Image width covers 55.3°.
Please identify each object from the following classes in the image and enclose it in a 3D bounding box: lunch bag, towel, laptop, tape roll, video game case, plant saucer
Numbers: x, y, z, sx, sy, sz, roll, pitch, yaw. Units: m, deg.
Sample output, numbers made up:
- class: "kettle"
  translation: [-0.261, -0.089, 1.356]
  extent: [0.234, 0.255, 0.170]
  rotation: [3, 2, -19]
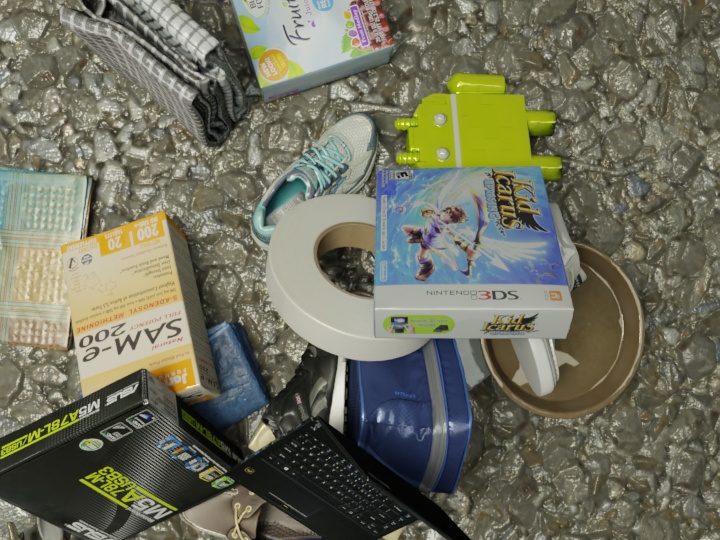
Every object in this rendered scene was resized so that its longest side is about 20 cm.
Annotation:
- class: "lunch bag"
  translation: [0.049, 0.132, 0.737]
  extent: [0.129, 0.202, 0.138]
  rotation: [4, 130, -8]
- class: "towel"
  translation: [-0.210, -0.221, 0.729]
  extent: [0.165, 0.200, 0.086]
  rotation: [40, 87, 0]
- class: "laptop"
  translation: [-0.004, 0.223, 0.615]
  extent: [0.199, 0.104, 0.177]
  rotation: [-35, 118, 27]
- class: "towel"
  translation: [-0.209, 0.147, 0.787]
  extent: [0.197, 0.049, 0.114]
  rotation: [-26, 90, -5]
- class: "towel"
  translation: [-0.393, -0.016, 0.798]
  extent: [0.143, 0.022, 0.205]
  rotation: [7, 89, -2]
- class: "tape roll"
  translation: [0.000, 0.000, 0.714]
  extent: [0.198, 0.037, 0.206]
  rotation: [9, 47, -9]
- class: "video game case"
  translation: [0.103, -0.025, 0.681]
  extent: [0.177, 0.046, 0.203]
  rotation: [0, 47, 2]
- class: "plant saucer"
  translation: [0.231, 0.067, 0.797]
  extent: [0.195, 0.029, 0.205]
  rotation: [0, 87, -4]

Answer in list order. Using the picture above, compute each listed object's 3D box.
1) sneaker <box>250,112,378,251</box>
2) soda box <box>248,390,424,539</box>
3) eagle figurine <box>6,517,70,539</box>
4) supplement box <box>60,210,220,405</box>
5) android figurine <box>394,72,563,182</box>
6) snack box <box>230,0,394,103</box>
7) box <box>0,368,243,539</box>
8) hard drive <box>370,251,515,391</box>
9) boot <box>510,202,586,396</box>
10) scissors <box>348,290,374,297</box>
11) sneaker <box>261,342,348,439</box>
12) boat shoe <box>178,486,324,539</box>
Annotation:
- class: "sneaker"
  translation: [-0.048, -0.103, 0.789]
  extent: [0.077, 0.086, 0.201]
  rotation: [40, 85, 2]
- class: "soda box"
  translation: [-0.028, 0.222, 0.788]
  extent: [0.198, 0.064, 0.068]
  rotation: [34, 86, -2]
- class: "eagle figurine"
  translation: [-0.309, 0.359, 0.728]
  extent: [0.196, 0.152, 0.154]
  rotation: [21, 123, 14]
- class: "supplement box"
  translation: [-0.239, 0.054, 0.745]
  extent: [0.123, 0.074, 0.204]
  rotation: [-18, 70, -1]
- class: "android figurine"
  translation: [0.137, -0.150, 0.811]
  extent: [0.195, 0.041, 0.186]
  rotation: [2, 69, -4]
- class: "snack box"
  translation: [-0.069, -0.324, 0.809]
  extent: [0.165, 0.068, 0.204]
  rotation: [-17, 88, -5]
- class: "box"
  translation: [-0.245, 0.201, 0.705]
  extent: [0.190, 0.201, 0.048]
  rotation: [-27, 47, 4]
- class: "hard drive"
  translation: [0.122, 0.019, 0.823]
  extent: [0.138, 0.033, 0.202]
  rotation: [-36, 90, -4]
- class: "boot"
  translation: [0.203, 0.025, 0.743]
  extent: [0.093, 0.074, 0.205]
  rotation: [-13, 82, -4]
- class: "scissors"
  translation: [0.071, 0.046, 0.731]
  extent: [0.195, 0.074, 0.014]
  rotation: [0, 128, -16]
- class: "sneaker"
  translation: [-0.060, 0.134, 0.730]
  extent: [0.085, 0.076, 0.204]
  rotation: [5, 63, -11]
- class: "boat shoe"
  translation: [-0.113, 0.280, 0.781]
  extent: [0.195, 0.060, 0.074]
  rotation: [10, 89, -3]
